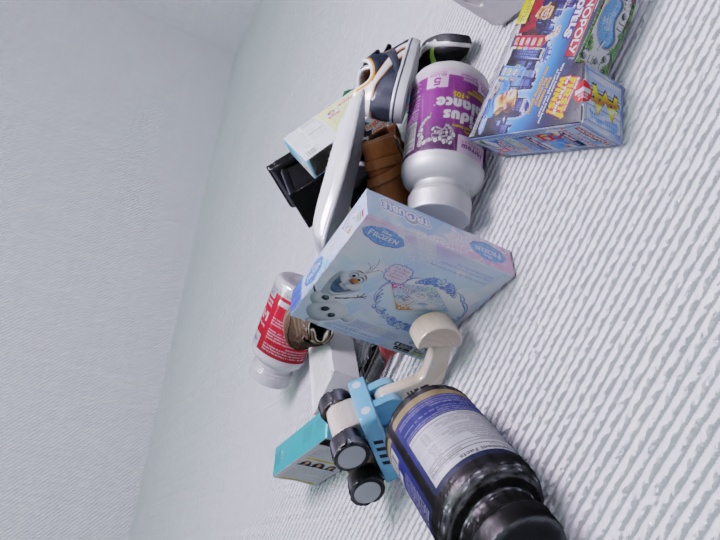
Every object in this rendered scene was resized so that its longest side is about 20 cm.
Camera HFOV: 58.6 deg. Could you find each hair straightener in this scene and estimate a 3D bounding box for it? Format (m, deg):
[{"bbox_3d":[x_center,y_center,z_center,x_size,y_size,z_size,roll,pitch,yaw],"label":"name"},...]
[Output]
[{"bbox_3d":[0.034,0.116,0.938,0.077,0.040,0.204,-102,29,-69],"label":"hair straightener"}]

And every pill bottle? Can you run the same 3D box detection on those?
[{"bbox_3d":[0.103,0.205,0.612,0.114,0.109,0.200,-67,24,12],"label":"pill bottle"},{"bbox_3d":[-0.141,0.116,1.225,0.204,0.110,0.112,-67,24,12],"label":"pill bottle"},{"bbox_3d":[0.111,-0.159,0.841,0.112,0.110,0.205,-29,49,58],"label":"pill bottle"}]

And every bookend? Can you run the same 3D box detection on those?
[{"bbox_3d":[-0.036,-0.142,1.048,0.197,0.093,0.200,-30,39,4],"label":"bookend"}]

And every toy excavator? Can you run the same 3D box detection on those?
[{"bbox_3d":[0.045,0.164,0.800,0.100,0.196,0.198,-120,7,-58],"label":"toy excavator"}]

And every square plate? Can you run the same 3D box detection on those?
[{"bbox_3d":[-0.030,-0.106,0.854,0.198,0.028,0.205,97,-173,-78],"label":"square plate"}]

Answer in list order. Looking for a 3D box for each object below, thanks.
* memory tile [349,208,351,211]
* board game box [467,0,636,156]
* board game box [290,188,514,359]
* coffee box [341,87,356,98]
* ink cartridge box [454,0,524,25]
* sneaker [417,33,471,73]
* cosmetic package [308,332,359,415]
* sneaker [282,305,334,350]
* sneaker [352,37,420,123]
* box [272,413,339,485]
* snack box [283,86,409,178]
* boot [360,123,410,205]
[{"bbox_3d":[0.011,-0.194,1.213,0.152,0.016,0.206,-6,69,65],"label":"memory tile"},{"bbox_3d":[0.221,-0.211,0.691,0.204,0.060,0.200,-68,25,12],"label":"board game box"},{"bbox_3d":[0.044,0.016,0.763,0.199,0.196,0.044,-48,30,43],"label":"board game box"},{"bbox_3d":[-0.028,-0.256,1.267,0.123,0.043,0.205,21,93,67],"label":"coffee box"},{"bbox_3d":[0.176,-0.462,0.859,0.084,0.143,0.206,-11,65,62],"label":"ink cartridge box"},{"bbox_3d":[0.114,-0.302,1.015,0.199,0.070,0.085,162,101,-65],"label":"sneaker"},{"bbox_3d":[-0.045,0.146,1.032,0.201,0.049,0.084,-104,35,-65],"label":"cosmetic package"},{"bbox_3d":[-0.078,0.087,0.996,0.201,0.069,0.077,121,154,-49],"label":"sneaker"},{"bbox_3d":[0.039,-0.277,0.904,0.202,0.077,0.080,-70,-12,-52],"label":"sneaker"},{"bbox_3d":[-0.060,0.270,0.973,0.200,0.081,0.050,-46,34,46],"label":"box"},{"bbox_3d":[-0.020,-0.237,1.030,0.198,0.037,0.116,-36,37,-5],"label":"snack box"},{"bbox_3d":[0.031,-0.099,0.866,0.072,0.158,0.201,-8,26,21],"label":"boot"}]
